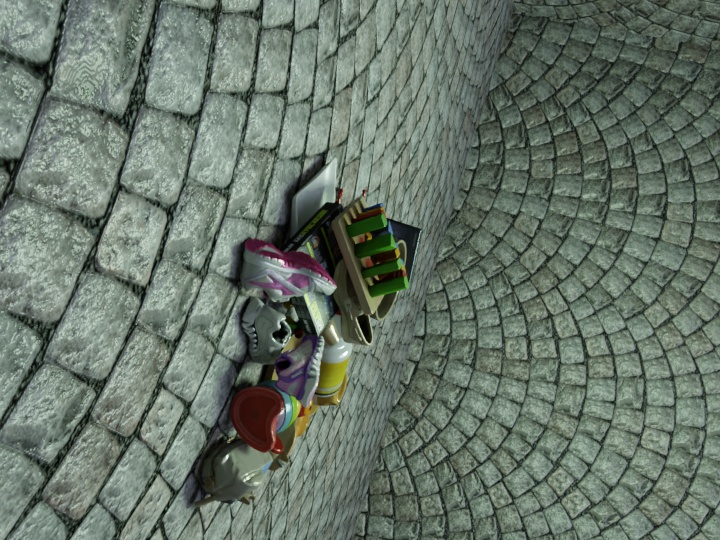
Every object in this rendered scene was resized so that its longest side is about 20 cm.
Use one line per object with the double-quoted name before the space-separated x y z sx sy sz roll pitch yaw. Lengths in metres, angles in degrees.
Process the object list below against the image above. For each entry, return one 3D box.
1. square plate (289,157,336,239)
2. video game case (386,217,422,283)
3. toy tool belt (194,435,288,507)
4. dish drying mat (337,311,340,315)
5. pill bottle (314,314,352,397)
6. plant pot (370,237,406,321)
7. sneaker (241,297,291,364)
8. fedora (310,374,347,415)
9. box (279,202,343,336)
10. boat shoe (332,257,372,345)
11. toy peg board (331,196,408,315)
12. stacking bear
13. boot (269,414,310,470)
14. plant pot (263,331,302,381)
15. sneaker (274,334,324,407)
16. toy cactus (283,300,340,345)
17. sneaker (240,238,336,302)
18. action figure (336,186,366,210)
"square plate" -0.104 -0.113 1.363 0.199 0.028 0.202 -55 156 -52
"video game case" 0.053 -0.066 1.666 0.019 0.198 0.145 -33 138 -60
"toy tool belt" -0.240 0.394 1.274 0.123 0.125 0.200 -44 169 15
"dish drying mat" -0.031 0.101 1.563 0.018 0.076 0.201 -61 155 -28
"pill bottle" -0.081 0.206 1.582 0.112 0.111 0.202 -56 166 -50
"plant pot" 0.000 0.000 1.582 0.200 0.171 0.203 18 90 -73
"sneaker" -0.174 0.133 1.262 0.201 0.080 0.076 86 23 -57
"fedora" -0.088 0.314 1.780 0.200 0.081 0.203 17 90 -76
"box" -0.078 -0.004 1.324 0.193 0.047 0.202 -49 136 -37
"boat shoe" -0.010 0.067 1.348 0.072 0.064 0.203 -39 131 -47
"toy peg board" 0.043 -0.045 1.339 0.199 0.097 0.202 -53 125 -65
"stacking bear" -0.166 0.276 1.329 0.199 0.112 0.123 -2 108 -67
"boot" -0.168 0.397 1.587 0.144 0.070 0.204 69 34 -63
"plant pot" -0.175 0.230 1.471 0.200 0.027 0.203 16 90 -77
"sneaker" -0.125 0.182 1.288 0.201 0.087 0.081 -86 -164 -64
"toy cactus" -0.089 0.091 1.431 0.166 0.101 0.200 59 47 -23
"sneaker" -0.135 0.013 1.173 0.089 0.198 0.082 -60 -147 17
"action figure" -0.026 -0.155 1.511 0.200 0.064 0.101 -72 173 -85
